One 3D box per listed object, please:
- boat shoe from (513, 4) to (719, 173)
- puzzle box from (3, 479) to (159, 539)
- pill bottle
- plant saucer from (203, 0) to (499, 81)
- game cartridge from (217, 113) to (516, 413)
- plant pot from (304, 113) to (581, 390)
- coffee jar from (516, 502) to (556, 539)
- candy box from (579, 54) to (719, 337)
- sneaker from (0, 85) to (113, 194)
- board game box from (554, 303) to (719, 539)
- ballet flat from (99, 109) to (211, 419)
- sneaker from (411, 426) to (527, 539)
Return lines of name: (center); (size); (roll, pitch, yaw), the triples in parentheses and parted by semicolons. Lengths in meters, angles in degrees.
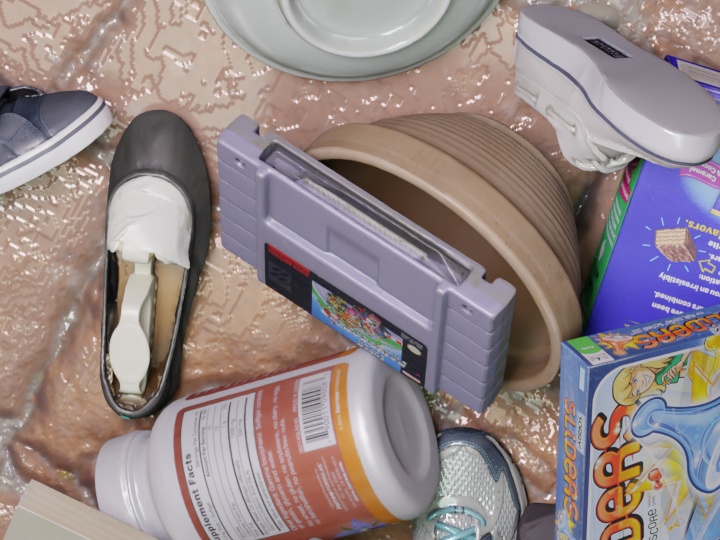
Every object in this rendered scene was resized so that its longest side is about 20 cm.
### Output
boat shoe: (0.146, -0.092, 1.636); (0.071, 0.200, 0.070); (-2, 116, -29)
puzzle box: (-0.180, 0.225, 1.779); (0.133, 0.025, 0.200); (26, 136, -2)
pill bottle: (-0.060, 0.122, 1.738); (0.200, 0.112, 0.112); (-16, 103, 22)
plant saucer: (0.002, -0.182, 1.644); (0.200, 0.050, 0.200); (-6, 132, -7)
game cartridge: (0.000, 0.000, 1.644); (0.200, 0.038, 0.130); (33, 150, 16)
plant pot: (0.062, -0.029, 1.673); (0.201, 0.201, 0.093); (42, 66, -6)
coffee jar: (0.152, 0.245, 1.771); (0.104, 0.085, 0.201); (-1, 106, 11)
candy box: (0.235, -0.009, 1.701); (0.169, 0.077, 0.200); (18, 105, -1)
sneaker: (-0.256, -0.081, 1.727); (0.200, 0.078, 0.080); (-22, 107, 12)
board game box: (0.181, 0.123, 1.657); (0.135, 0.034, 0.200); (-13, 120, -23)
ballet flat: (-0.131, 0.002, 1.742); (0.068, 0.068, 0.201); (5, 105, 5)
sneaker: (0.066, 0.200, 1.767); (0.077, 0.086, 0.201); (2, 105, 4)
